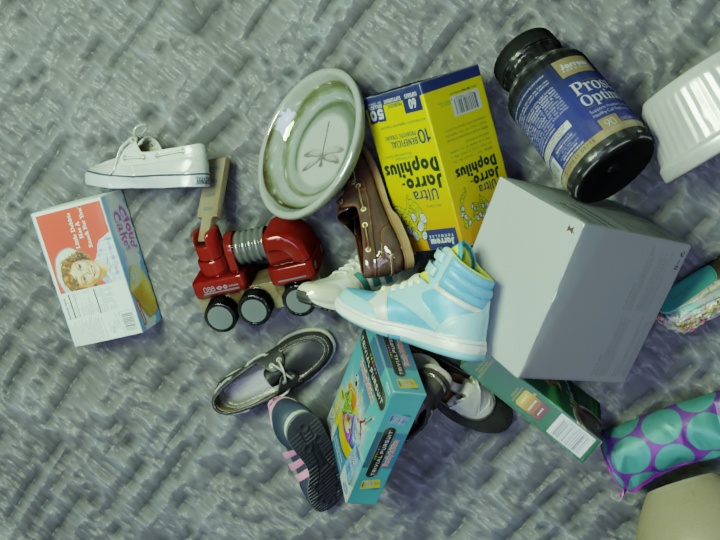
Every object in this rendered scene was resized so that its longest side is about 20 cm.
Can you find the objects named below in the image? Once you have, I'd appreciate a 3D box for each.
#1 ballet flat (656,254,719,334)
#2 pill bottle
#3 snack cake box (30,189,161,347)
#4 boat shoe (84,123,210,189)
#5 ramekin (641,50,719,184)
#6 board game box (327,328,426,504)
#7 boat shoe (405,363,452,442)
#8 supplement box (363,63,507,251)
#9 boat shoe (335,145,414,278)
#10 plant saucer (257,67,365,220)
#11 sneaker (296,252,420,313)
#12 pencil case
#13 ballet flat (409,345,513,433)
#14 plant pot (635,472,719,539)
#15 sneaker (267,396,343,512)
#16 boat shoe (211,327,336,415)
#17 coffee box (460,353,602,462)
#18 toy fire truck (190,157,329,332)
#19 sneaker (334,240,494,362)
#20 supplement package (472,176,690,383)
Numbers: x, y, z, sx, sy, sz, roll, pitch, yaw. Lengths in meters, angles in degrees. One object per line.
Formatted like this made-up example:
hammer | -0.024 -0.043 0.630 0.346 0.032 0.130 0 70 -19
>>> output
ballet flat | 0.461 0.016 1.148 0.199 0.076 0.064 -30 128 22
pill bottle | 0.242 -0.186 1.074 0.112 0.112 0.201 -40 61 18
snack cake box | -0.374 -0.003 1.312 0.114 0.067 0.202 -11 101 16
boat shoe | -0.291 -0.153 1.243 0.200 0.074 0.087 2 95 31
ramekin | 0.411 -0.190 1.035 0.202 0.202 0.095 -32 84 18
board game box | 0.015 0.181 1.208 0.047 0.151 0.201 7 124 -19
boat shoe | 0.058 0.191 1.229 0.067 0.057 0.200 40 141 7
supplement box | 0.099 -0.135 1.133 0.108 0.109 0.202 -4 107 51
boat shoe | 0.004 -0.077 1.157 0.070 0.201 0.071 -15 143 -8
plant saucer | -0.053 -0.156 1.174 0.050 0.201 0.201 19 115 -41
sneaker | 0.001 0.000 1.186 0.070 0.199 0.094 14 103 50
pencil case | 0.415 0.220 1.191 0.199 0.085 0.093 -22 70 17
ballet flat | 0.119 0.159 1.240 0.199 0.068 0.068 28 75 3
plant pot | 0.437 0.338 1.180 0.199 0.200 0.136 -22 68 16
sneaker | -0.077 0.257 1.314 0.070 0.082 0.201 -31 128 -23
boat shoe | -0.125 0.146 1.300 0.199 0.060 0.074 -25 97 17
coffee box | 0.223 0.150 1.196 0.199 0.123 0.044 38 110 2
toy fire truck | -0.147 -0.045 1.232 0.174 0.129 0.201 -12 115 14
sneaker | 0.069 0.019 1.075 0.199 0.079 0.132 16 94 26
supplement package | 0.244 0.014 1.094 0.199 0.147 0.193 7 111 -37
